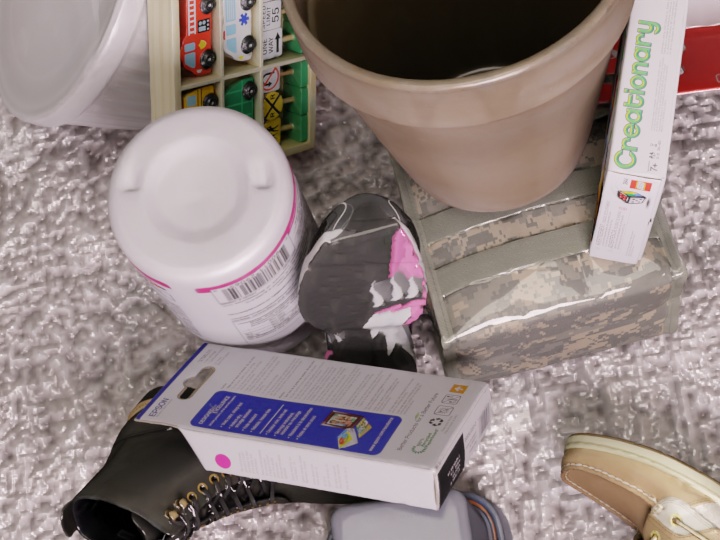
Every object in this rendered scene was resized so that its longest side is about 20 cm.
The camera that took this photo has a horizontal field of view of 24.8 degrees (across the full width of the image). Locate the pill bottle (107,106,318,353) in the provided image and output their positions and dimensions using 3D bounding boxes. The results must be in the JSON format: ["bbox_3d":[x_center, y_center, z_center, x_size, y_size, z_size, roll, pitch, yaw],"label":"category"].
[{"bbox_3d":[-0.083,-0.015,1.049,0.113,0.200,0.114,-2,71,7],"label":"pill bottle"}]

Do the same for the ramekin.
[{"bbox_3d":[-0.169,-0.190,1.134,0.094,0.202,0.203,12,70,-36],"label":"ramekin"}]

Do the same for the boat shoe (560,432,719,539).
[{"bbox_3d":[0.207,0.168,1.013,0.199,0.074,0.067,27,71,16],"label":"boat shoe"}]

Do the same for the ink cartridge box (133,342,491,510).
[{"bbox_3d":[-0.028,0.091,0.997,0.199,0.037,0.095,9,32,22],"label":"ink cartridge box"}]

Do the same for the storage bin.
[{"bbox_3d":[0.029,0.225,0.987,0.145,0.134,0.201,-10,69,5],"label":"storage bin"}]

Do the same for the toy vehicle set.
[{"bbox_3d":[-0.083,-0.164,1.077,0.124,0.201,0.026,-22,33,-40],"label":"toy vehicle set"}]

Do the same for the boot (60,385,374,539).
[{"bbox_3d":[-0.074,0.141,1.024,0.199,0.138,0.078,1,114,18],"label":"boot"}]

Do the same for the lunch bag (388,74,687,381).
[{"bbox_3d":[0.109,-0.045,1.079,0.163,0.118,0.201,-15,64,0],"label":"lunch bag"}]

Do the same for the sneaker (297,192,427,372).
[{"bbox_3d":[0.000,0.000,1.038,0.080,0.200,0.087,1,62,-2],"label":"sneaker"}]

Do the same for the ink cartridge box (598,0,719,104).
[{"bbox_3d":[0.180,-0.174,1.100,0.199,0.045,0.177,-6,33,6],"label":"ink cartridge box"}]

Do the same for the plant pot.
[{"bbox_3d":[0.067,-0.129,0.963,0.199,0.174,0.201,-6,54,9],"label":"plant pot"}]

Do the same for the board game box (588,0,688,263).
[{"bbox_3d":[0.169,-0.120,0.973,0.034,0.126,0.201,9,70,6],"label":"board game box"}]
